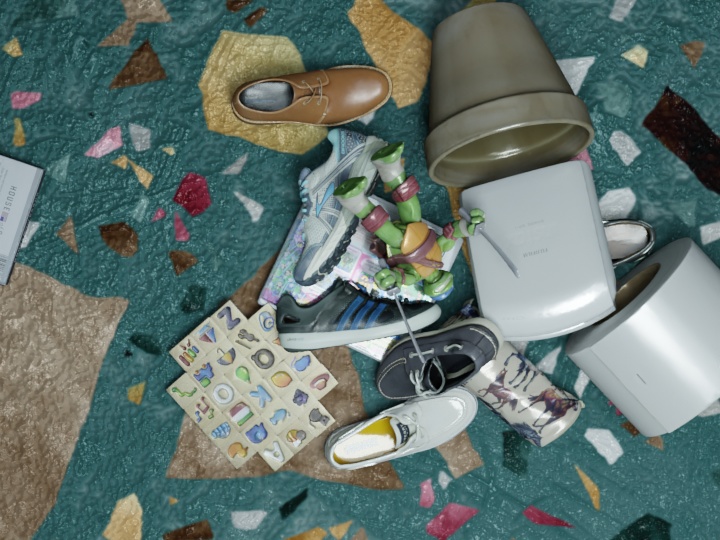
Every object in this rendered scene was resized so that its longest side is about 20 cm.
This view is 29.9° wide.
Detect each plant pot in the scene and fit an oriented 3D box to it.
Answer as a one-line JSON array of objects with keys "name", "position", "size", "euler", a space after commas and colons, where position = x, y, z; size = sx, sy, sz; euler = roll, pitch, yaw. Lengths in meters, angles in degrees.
[{"name": "plant pot", "position": [0.161, -0.214, 1.595], "size": [0.199, 0.200, 0.174], "euler": [-10, 76, -3]}]

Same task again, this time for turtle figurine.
[{"name": "turtle figurine", "position": [0.072, -0.040, 1.537], "size": [0.144, 0.200, 0.194], "euler": [-32, 109, 11]}]

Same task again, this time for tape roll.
[{"name": "tape roll", "position": [0.360, 0.078, 1.592], "size": [0.203, 0.203, 0.139], "euler": [-43, 93, -1]}]

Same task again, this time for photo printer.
[{"name": "photo printer", "position": [0.211, -0.017, 1.598], "size": [0.166, 0.069, 0.201], "euler": [-14, 67, 14]}]

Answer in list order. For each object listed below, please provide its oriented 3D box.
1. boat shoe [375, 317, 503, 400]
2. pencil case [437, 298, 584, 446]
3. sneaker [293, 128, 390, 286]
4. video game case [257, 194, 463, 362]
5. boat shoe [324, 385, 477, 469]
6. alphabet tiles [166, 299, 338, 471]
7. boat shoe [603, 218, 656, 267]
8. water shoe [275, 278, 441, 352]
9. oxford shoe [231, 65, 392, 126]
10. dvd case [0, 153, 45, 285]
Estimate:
[{"name": "boat shoe", "position": [0.080, 0.115, 1.587], "size": [0.200, 0.063, 0.073], "euler": [-28, 106, 42]}, {"name": "pencil case", "position": [0.178, 0.128, 1.644], "size": [0.200, 0.078, 0.090], "euler": [42, 75, -3]}, {"name": "sneaker", "position": [-0.041, -0.077, 1.616], "size": [0.086, 0.078, 0.201], "euler": [25, 83, 8]}, {"name": "video game case", "position": [0.000, 0.000, 1.660], "size": [0.199, 0.024, 0.183], "euler": [26, 90, -4]}, {"name": "boat shoe", "position": [0.051, 0.194, 1.642], "size": [0.199, 0.070, 0.071], "euler": [-18, 92, -2]}, {"name": "alphabet tiles", "position": [-0.132, 0.142, 1.653], "size": [0.166, 0.006, 0.200], "euler": [-41, 97, 3]}, {"name": "boat shoe", "position": [0.263, -0.025, 1.652], "size": [0.199, 0.068, 0.072], "euler": [-12, 93, 1]}, {"name": "water shoe", "position": [-0.003, 0.046, 1.614], "size": [0.199, 0.072, 0.079], "euler": [-10, 89, -4]}, {"name": "oxford shoe", "position": [-0.057, -0.210, 1.630], "size": [0.199, 0.071, 0.072], "euler": [-9, 90, -4]}, {"name": "dvd case", "position": [-0.500, -0.084, 1.630], "size": [0.199, 0.025, 0.151], "euler": [19, 90, -4]}]
